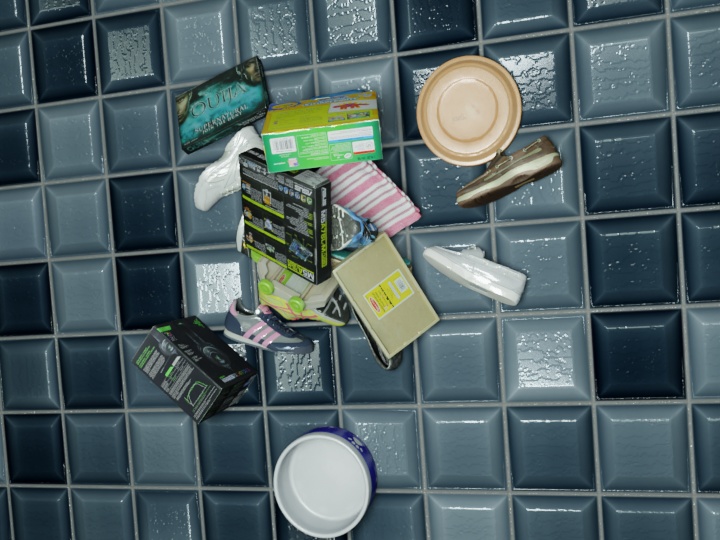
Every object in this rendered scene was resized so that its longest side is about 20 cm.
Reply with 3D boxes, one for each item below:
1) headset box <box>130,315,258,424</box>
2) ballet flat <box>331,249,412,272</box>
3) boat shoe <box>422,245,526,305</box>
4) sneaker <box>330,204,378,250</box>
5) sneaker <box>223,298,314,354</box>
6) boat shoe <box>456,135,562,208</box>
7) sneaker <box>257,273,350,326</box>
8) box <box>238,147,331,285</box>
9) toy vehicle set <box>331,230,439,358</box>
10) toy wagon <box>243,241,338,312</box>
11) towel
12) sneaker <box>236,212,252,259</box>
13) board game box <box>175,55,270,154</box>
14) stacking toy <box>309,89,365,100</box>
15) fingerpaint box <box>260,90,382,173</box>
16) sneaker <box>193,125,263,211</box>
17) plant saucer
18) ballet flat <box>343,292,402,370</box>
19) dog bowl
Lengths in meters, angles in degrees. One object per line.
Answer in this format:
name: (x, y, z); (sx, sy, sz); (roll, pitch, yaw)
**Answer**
headset box: (-0.332, 0.187, 1.544); (0.199, 0.174, 0.093); (39, 103, 11)
ballet flat: (0.000, 0.000, 1.473); (0.196, 0.071, 0.066); (10, 107, -4)
boat shoe: (0.214, -0.007, 1.438); (0.198, 0.072, 0.069); (25, 78, 19)
sneaker: (-0.011, -0.078, 1.373); (0.088, 0.200, 0.080); (-5, 92, -6)
sneaker: (-0.182, 0.113, 1.550); (0.196, 0.070, 0.084); (13, 101, 13)
boat shoe: (0.262, -0.182, 1.415); (0.199, 0.075, 0.076); (-23, 75, 9)
sneaker: (-0.114, 0.065, 1.536); (0.197, 0.079, 0.091); (25, 133, 3)
box: (-0.135, -0.098, 1.382); (0.198, 0.047, 0.196); (26, 132, 35)
toy vehicle set: (0.046, 0.046, 1.440); (0.123, 0.026, 0.202); (-34, 103, -6)
toy wagon: (-0.137, -0.007, 1.496); (0.198, 0.156, 0.040); (28, 140, 10)
towel: (-0.001, -0.127, 1.443); (0.146, 0.030, 0.200); (-35, 118, 27)
sneaker: (-0.180, -0.112, 1.534); (0.085, 0.080, 0.203); (23, 102, 8)
board game box: (-0.276, -0.330, 1.544); (0.197, 0.028, 0.137); (-22, 62, 15)
stacking toy: (-0.029, -0.237, 1.481); (0.108, 0.116, 0.204); (-7, 103, 11)
fingerpaint box: (-0.063, -0.241, 1.341); (0.196, 0.168, 0.075); (-7, 119, 2)
sneaker: (-0.253, -0.186, 1.552); (0.099, 0.078, 0.201); (43, 104, 6)
plant saucer: (0.200, -0.297, 1.440); (0.196, 0.032, 0.205); (1, 93, 16)
ballet flat: (0.025, 0.099, 1.499); (0.066, 0.057, 0.202); (-30, 85, 14)
dog bowl: (-0.068, 0.415, 1.532); (0.196, 0.079, 0.204); (1, 94, 15)
